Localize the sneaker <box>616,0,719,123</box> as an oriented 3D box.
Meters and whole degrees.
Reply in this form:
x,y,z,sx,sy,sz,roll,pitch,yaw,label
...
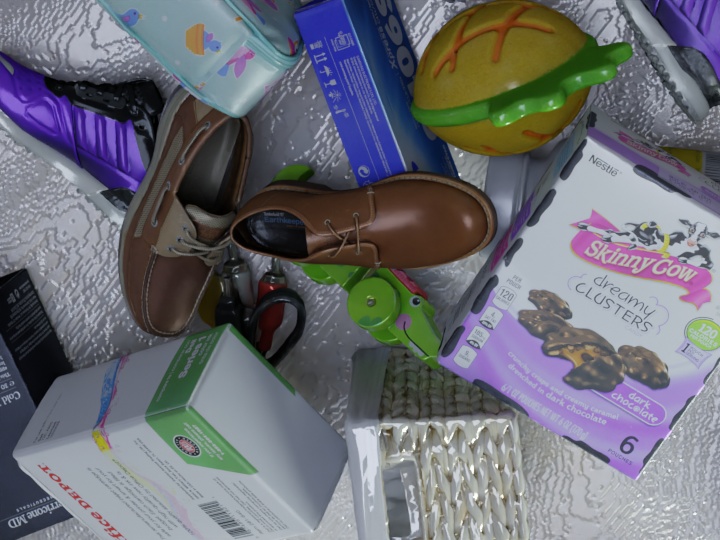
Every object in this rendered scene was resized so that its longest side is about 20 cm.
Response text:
x,y,z,sx,sy,sz,roll,pitch,yaw,label
0.228,-0.215,1.572,0.099,0.070,0.201,-30,101,6,sneaker

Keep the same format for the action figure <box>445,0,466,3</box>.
x,y,z,sx,sy,sz,roll,pitch,yaw,label
0.042,-0.252,1.580,0.199,0.069,0.131,-1,70,7,action figure

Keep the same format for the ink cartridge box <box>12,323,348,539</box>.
x,y,z,sx,sy,sz,roll,pitch,yaw,label
-0.132,0.132,1.608,0.199,0.084,0.145,-17,126,42,ink cartridge box

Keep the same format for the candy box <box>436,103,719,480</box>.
x,y,z,sx,sy,sz,roll,pitch,yaw,label
0.175,0.016,1.525,0.167,0.072,0.200,30,113,-4,candy box

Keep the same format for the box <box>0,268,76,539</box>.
x,y,z,sx,sy,sz,roll,pitch,yaw,label
-0.322,0.125,1.716,0.199,0.104,0.183,-21,99,13,box

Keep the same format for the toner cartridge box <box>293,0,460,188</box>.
x,y,z,sx,sy,sz,roll,pitch,yaw,label
0.019,-0.111,1.612,0.043,0.095,0.201,-16,102,25,toner cartridge box

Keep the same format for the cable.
x,y,z,sx,sy,sz,roll,pitch,yaw,label
-0.084,0.076,1.710,0.097,0.050,0.201,4,114,11,cable

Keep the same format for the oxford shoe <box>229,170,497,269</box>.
x,y,z,sx,sy,sz,roll,pitch,yaw,label
0.000,-0.027,1.556,0.199,0.071,0.072,-2,107,27,oxford shoe

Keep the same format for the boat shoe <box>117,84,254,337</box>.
x,y,z,sx,sy,sz,roll,pitch,yaw,label
-0.126,-0.040,1.620,0.075,0.072,0.201,2,111,-30,boat shoe

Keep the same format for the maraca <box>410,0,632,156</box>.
x,y,z,sx,sy,sz,roll,pitch,yaw,label
0.109,-0.134,1.546,0.137,0.200,0.107,-32,108,-16,maraca

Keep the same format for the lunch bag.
x,y,z,sx,sy,sz,roll,pitch,yaw,label
-0.127,-0.212,1.581,0.200,0.161,0.077,44,110,-10,lunch bag

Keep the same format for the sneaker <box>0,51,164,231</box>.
x,y,z,sx,sy,sz,roll,pitch,yaw,label
-0.199,-0.116,1.663,0.200,0.070,0.100,41,101,-9,sneaker

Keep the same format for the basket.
x,y,z,sx,sy,sz,roll,pitch,yaw,label
0.058,0.139,1.622,0.123,0.200,0.136,-6,103,3,basket

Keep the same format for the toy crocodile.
x,y,z,sx,sy,sz,roll,pitch,yaw,label
0.000,0.000,1.638,0.062,0.068,0.200,-47,64,1,toy crocodile

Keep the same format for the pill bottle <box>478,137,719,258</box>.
x,y,z,sx,sy,sz,roll,pitch,yaw,label
0.189,-0.038,1.601,0.199,0.111,0.112,7,105,7,pill bottle
